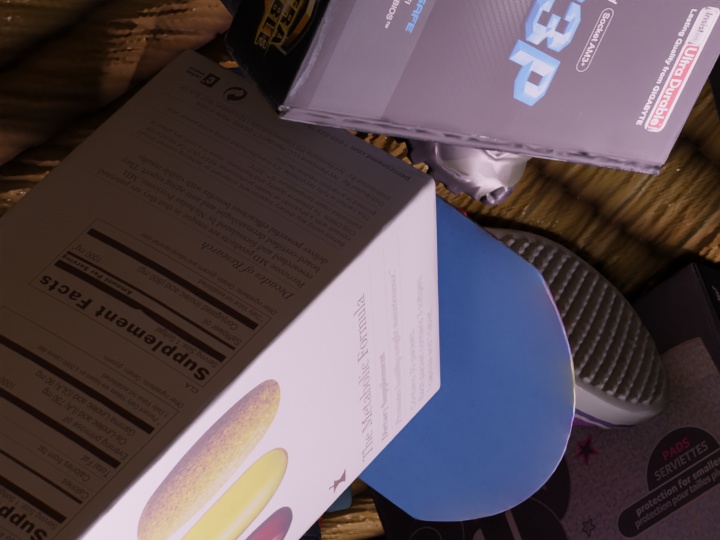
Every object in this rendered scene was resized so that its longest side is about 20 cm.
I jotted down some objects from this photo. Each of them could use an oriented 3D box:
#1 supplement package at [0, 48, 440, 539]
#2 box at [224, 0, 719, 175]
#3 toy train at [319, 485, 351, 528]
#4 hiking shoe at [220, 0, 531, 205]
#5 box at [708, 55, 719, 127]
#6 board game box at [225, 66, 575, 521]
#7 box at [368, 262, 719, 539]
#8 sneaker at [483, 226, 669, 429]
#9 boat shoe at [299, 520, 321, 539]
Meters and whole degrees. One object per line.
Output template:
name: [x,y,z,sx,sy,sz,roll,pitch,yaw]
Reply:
supplement package: [-0.075,0.044,0.976,0.200,0.109,0.114,-46,150,-30]
box: [0.065,-0.132,0.918,0.158,0.046,0.201,7,120,-36]
toy train: [-0.090,0.104,1.281,0.199,0.056,0.150,-9,148,-17]
hiking shoe: [0.020,-0.099,1.007,0.101,0.076,0.200,-45,146,11]
box: [0.198,0.018,1.189,0.044,0.161,0.200,-17,151,15]
board game box: [0.000,0.000,1.081,0.039,0.200,0.158,-48,170,-39]
box: [0.123,0.110,1.330,0.200,0.133,0.114,-36,148,28]
sneaker: [0.028,0.034,1.224,0.200,0.073,0.114,21,136,-34]
boat shoe: [-0.083,0.146,1.208,0.071,0.091,0.200,4,143,-39]
